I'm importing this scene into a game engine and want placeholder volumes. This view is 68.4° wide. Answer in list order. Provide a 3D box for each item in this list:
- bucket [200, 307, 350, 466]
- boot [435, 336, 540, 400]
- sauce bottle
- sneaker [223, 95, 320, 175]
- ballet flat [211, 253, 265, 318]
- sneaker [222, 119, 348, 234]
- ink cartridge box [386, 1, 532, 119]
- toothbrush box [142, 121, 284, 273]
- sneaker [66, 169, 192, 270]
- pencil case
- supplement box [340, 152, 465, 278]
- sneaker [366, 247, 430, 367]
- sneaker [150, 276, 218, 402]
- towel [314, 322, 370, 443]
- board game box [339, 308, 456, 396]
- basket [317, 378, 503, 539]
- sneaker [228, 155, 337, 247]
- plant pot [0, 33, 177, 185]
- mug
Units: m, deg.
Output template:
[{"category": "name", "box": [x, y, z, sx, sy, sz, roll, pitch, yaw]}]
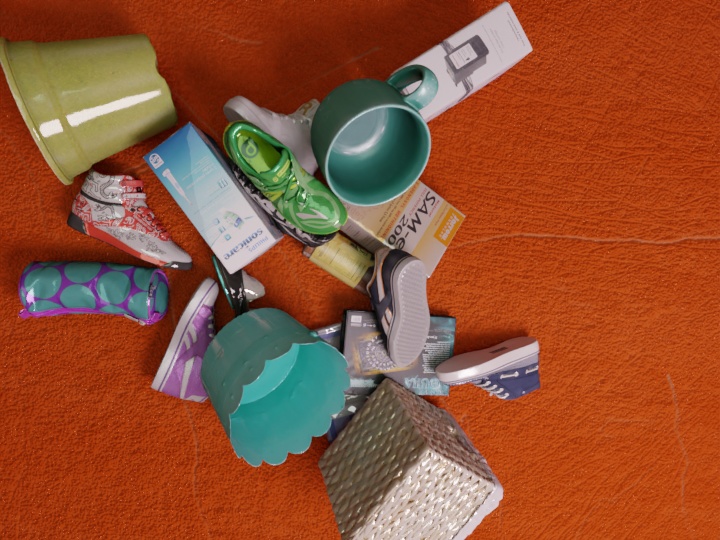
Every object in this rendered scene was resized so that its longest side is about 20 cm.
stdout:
[{"category": "bucket", "box": [-0.130, 0.165, 0.791, 0.205, 0.134, 0.209, -21, 127, -30]}, {"category": "boot", "box": [0.221, 0.181, 0.887, 0.198, 0.073, 0.092, -13, 99, -18]}, {"category": "sauce bottle", "box": [0.000, 0.000, 0.869, 0.199, 0.066, 0.066, 33, 90, -10]}, {"category": "sneaker", "box": [-0.113, -0.224, 0.796, 0.073, 0.200, 0.116, 30, 84, 32]}, {"category": "ballet flat", "box": [-0.183, 0.060, 0.855, 0.068, 0.068, 0.203, -15, 106, -15]}, {"category": "sneaker", "box": [-0.102, -0.117, 0.696, 0.199, 0.084, 0.074, 39, 91, -12]}, {"category": "ink cartridge box", "box": [0.138, -0.303, 0.821, 0.199, 0.145, 0.084, -33, 97, -3]}, {"category": "toothbrush box", "box": [-0.210, -0.104, 0.795, 0.085, 0.146, 0.201, -35, 96, 0]}, {"category": "sneaker", "box": [-0.342, -0.083, 0.823, 0.199, 0.067, 0.109, 23, 93, -5]}, {"category": "pencil case", "box": [-0.405, 0.034, 0.814, 0.197, 0.085, 0.094, 4, 65, -6]}, {"category": "supplement box", "box": [0.050, -0.090, 0.848, 0.199, 0.073, 0.127, 35, 74, -7]}, {"category": "sneaker", "box": [0.058, 0.053, 0.820, 0.078, 0.079, 0.202, -22, 128, -30]}, {"category": "sneaker", "box": [-0.244, 0.116, 0.850, 0.113, 0.073, 0.202, 24, 101, -11]}, {"category": "towel", "box": [-0.008, 0.182, 0.899, 0.145, 0.024, 0.203, -12, 95, -5]}, {"category": "board game box", "box": [0.061, 0.138, 0.878, 0.197, 0.028, 0.137, 6, 91, -19]}, {"category": "basket", "box": [0.066, 0.308, 0.802, 0.160, 0.198, 0.200, 38, 96, -26]}, {"category": "sneaker", "box": [-0.121, -0.102, 0.792, 0.200, 0.091, 0.067, 42, 69, 0]}, {"category": "plant pot", "box": [-0.372, -0.250, 0.761, 0.182, 0.200, 0.203, -23, 96, -16]}, {"category": "mug", "box": [0.021, -0.191, 0.737, 0.183, 0.115, 0.153, -24, 137, -4]}]
